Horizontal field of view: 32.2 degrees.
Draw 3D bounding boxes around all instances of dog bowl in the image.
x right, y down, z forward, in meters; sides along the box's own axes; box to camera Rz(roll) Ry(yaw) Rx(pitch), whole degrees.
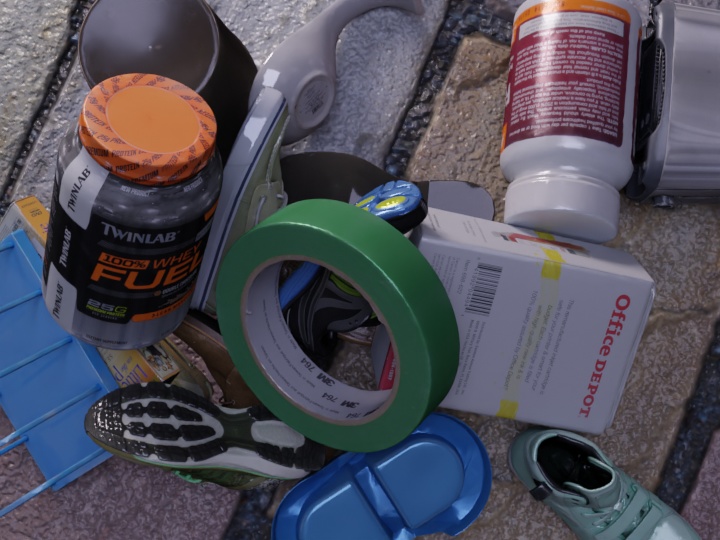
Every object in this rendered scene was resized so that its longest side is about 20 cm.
[{"bbox_3d":[0.016,0.196,1.072,0.200,0.050,0.112,-32,97,-2],"label":"dog bowl"}]

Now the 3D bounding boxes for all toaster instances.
[{"bbox_3d":[0.306,-0.149,1.091,0.129,0.114,0.201,6,80,-1],"label":"toaster"}]

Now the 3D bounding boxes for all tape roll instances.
[{"bbox_3d":[-0.021,0.045,0.972,0.200,0.201,0.048,45,44,7],"label":"tape roll"}]

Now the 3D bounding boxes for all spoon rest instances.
[{"bbox_3d":[-0.030,-0.192,1.125,0.061,0.099,0.200,33,70,34],"label":"spoon rest"}]

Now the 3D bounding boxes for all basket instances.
[{"bbox_3d":[-0.160,-0.159,1.060,0.135,0.200,0.181,2,83,2],"label":"basket"}]

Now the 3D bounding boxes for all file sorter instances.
[{"bbox_3d":[-0.304,0.098,1.030,0.139,0.123,0.200,-33,89,39],"label":"file sorter"}]

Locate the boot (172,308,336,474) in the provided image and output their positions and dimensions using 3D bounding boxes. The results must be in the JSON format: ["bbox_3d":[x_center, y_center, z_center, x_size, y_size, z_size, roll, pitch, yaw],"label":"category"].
[{"bbox_3d":[-0.103,0.103,1.082,0.200,0.074,0.076,40,96,-5],"label":"boot"}]

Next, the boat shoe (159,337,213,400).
[{"bbox_3d":[-0.213,0.051,1.108,0.201,0.063,0.073,46,128,11],"label":"boat shoe"}]

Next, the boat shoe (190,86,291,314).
[{"bbox_3d":[-0.094,-0.055,1.058,0.062,0.072,0.201,20,103,-7],"label":"boat shoe"}]

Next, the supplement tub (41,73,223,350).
[{"bbox_3d":[-0.173,-0.043,0.948,0.122,0.200,0.123,10,47,-11],"label":"supplement tub"}]

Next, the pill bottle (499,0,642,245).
[{"bbox_3d":[0.180,-0.129,1.076,0.114,0.114,0.201,7,73,3],"label":"pill bottle"}]

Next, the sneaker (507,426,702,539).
[{"bbox_3d":[0.213,0.204,1.041,0.200,0.118,0.074,35,83,5],"label":"sneaker"}]

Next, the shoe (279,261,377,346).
[{"bbox_3d":[-0.046,0.005,1.109,0.200,0.053,0.070,28,92,4],"label":"shoe"}]

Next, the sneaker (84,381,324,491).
[{"bbox_3d":[-0.133,0.153,1.020,0.199,0.089,0.077,14,42,-23],"label":"sneaker"}]

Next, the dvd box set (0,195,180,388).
[{"bbox_3d":[-0.256,0.055,1.076,0.200,0.029,0.146,48,128,9],"label":"dvd box set"}]

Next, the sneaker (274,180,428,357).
[{"bbox_3d":[0.000,0.000,1.012,0.083,0.071,0.200,41,130,0],"label":"sneaker"}]

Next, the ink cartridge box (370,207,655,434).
[{"bbox_3d":[0.123,0.042,1.039,0.199,0.083,0.146,12,110,-9],"label":"ink cartridge box"}]

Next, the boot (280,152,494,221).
[{"bbox_3d":[0.016,-0.054,1.102,0.199,0.075,0.074,11,83,4],"label":"boot"}]
